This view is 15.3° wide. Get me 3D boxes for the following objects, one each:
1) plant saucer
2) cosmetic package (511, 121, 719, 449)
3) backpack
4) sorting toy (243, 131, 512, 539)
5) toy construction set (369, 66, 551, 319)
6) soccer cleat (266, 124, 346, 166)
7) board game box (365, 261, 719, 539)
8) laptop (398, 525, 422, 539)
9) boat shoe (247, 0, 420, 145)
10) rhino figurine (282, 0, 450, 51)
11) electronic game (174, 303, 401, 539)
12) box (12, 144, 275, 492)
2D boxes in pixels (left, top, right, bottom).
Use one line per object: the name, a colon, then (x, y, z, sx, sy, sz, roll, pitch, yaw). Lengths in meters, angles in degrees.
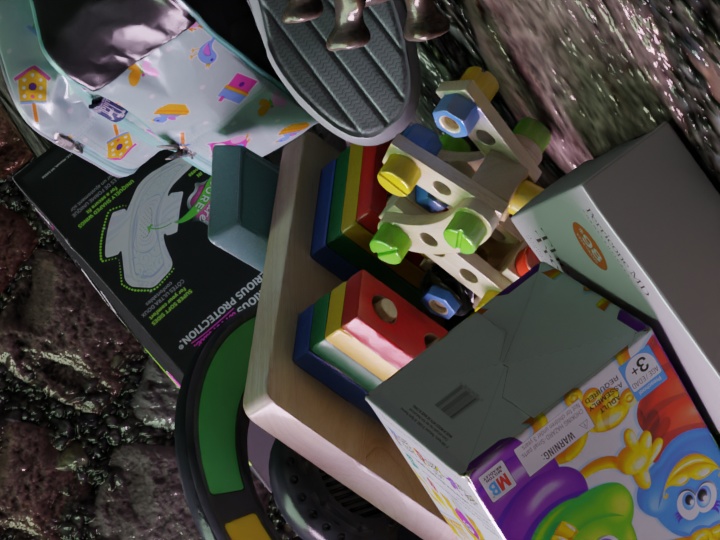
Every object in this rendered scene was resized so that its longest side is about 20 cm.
plant saucer: (0.000, 0.000, 1.445, 0.200, 0.019, 0.070, 32, -140, -31)
cosmetic package: (0.153, 0.038, 1.153, 0.200, 0.052, 0.151, 54, 169, -1)
backpack: (-0.109, -0.139, 1.465, 0.200, 0.153, 0.176, 24, -146, -49)
sorting toy: (0.046, 0.037, 1.389, 0.199, 0.070, 0.200, 36, -143, -25)
toy construction set: (0.086, 0.003, 1.282, 0.200, 0.092, 0.131, 50, 152, 0)
soccer cleat: (-0.038, -0.081, 1.647, 0.200, 0.069, 0.078, 60, -171, -81)
board game box: (0.108, 0.114, 1.175, 0.200, 0.103, 0.105, 58, 170, -27)
laptop: (0.044, 0.101, 1.579, 0.177, 0.103, 0.200, 62, -167, -45)
boat shoe: (-0.023, -0.147, 1.362, 0.200, 0.073, 0.067, 62, -170, 17)
rhino figurine: (-0.019, -0.162, 1.251, 0.200, 0.060, 0.088, -143, 38, -65)
electronic game: (-0.010, 0.106, 1.361, 0.042, 0.200, 0.200, -36, 91, 42)
box: (-0.082, 0.002, 1.582, 0.200, 0.124, 0.149, 47, 173, 33)
